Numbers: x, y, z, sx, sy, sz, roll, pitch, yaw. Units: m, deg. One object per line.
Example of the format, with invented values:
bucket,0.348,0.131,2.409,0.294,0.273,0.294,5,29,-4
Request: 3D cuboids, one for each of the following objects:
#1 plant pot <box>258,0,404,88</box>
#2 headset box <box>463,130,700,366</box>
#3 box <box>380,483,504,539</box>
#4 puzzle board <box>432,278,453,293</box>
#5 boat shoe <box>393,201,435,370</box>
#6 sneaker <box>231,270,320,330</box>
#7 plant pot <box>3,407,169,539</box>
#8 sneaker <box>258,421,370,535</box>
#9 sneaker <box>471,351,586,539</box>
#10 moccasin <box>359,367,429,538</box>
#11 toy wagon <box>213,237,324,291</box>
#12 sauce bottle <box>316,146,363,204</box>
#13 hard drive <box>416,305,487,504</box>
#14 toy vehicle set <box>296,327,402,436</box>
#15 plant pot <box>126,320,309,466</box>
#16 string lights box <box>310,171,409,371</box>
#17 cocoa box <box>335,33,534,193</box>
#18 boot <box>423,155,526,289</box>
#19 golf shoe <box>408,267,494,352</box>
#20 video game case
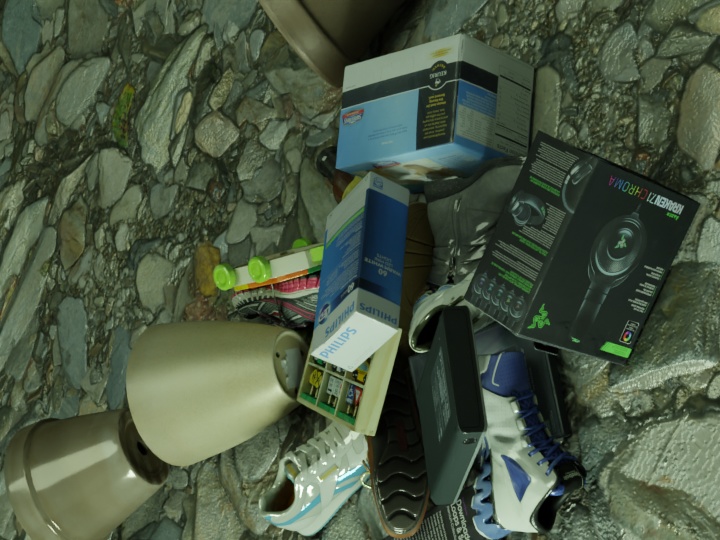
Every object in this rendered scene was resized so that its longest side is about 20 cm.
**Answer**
plant pot,-0.022,-0.363,1.890,0.174,0.200,0.201,-36,50,11
headset box,0.220,-0.013,1.489,0.093,0.173,0.202,34,103,48
box,0.084,0.344,1.634,0.200,0.036,0.144,-38,52,36
puzzle board,0.152,0.017,1.677,0.199,0.017,0.152,0,78,49
boat shoe,0.046,0.017,1.753,0.065,0.071,0.202,-159,78,-69
sneaker,-0.097,0.046,1.905,0.199,0.080,0.075,-9,97,53
plant pot,-0.368,0.278,2.069,0.172,0.200,0.202,-27,57,20
sneaker,-0.044,0.234,1.777,0.201,0.080,0.077,-56,43,14
sneaker,0.179,0.183,1.532,0.114,0.080,0.202,1,94,42
moccasin,0.035,0.212,1.688,0.078,0.073,0.203,98,162,-54
toy wagon,-0.082,-0.013,1.850,0.199,0.154,0.040,-11,97,46
sauce bottle,0.006,-0.091,1.838,0.066,0.066,0.200,-58,45,17
hard drive,0.093,0.145,1.556,0.201,0.033,0.141,102,164,-60
toy vehicle set,-0.016,0.113,1.737,0.200,0.026,0.126,13,89,68
plant pot,-0.163,0.140,1.890,0.198,0.187,0.189,-15,66,30
string lights box,0.000,0.000,1.673,0.103,0.059,0.201,-43,32,45
cocoa box,0.085,-0.177,1.723,0.199,0.133,0.133,-8,73,47
boot,0.150,-0.049,1.650,0.199,0.069,0.133,-19,71,51
golf shoe,0.133,0.032,1.587,0.199,0.097,0.078,-37,96,28
video game case,0.139,0.137,1.638,0.199,0.019,0.144,-25,68,41
